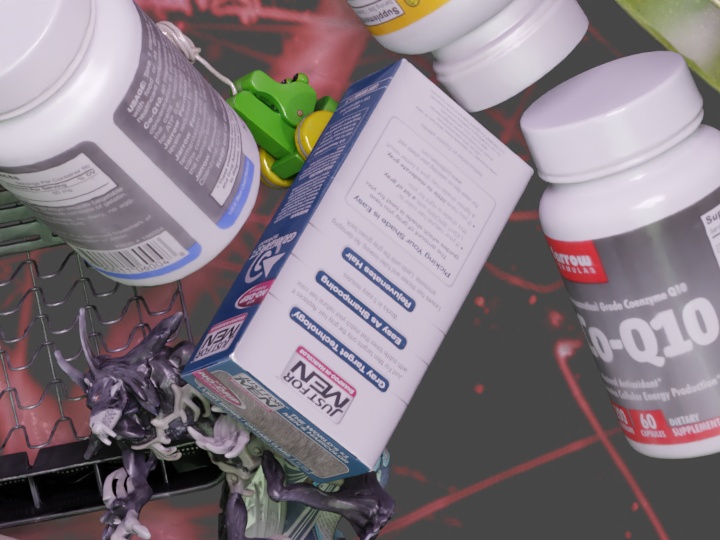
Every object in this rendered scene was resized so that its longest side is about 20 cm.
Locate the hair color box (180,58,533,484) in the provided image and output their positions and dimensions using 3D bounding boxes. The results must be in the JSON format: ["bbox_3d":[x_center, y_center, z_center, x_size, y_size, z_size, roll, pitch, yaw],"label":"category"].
[{"bbox_3d":[0.000,0.000,1.445,0.100,0.060,0.200,39,61,-18],"label":"hair color box"}]

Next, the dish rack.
[{"bbox_3d":[-0.163,0.033,1.540,0.153,0.055,0.200,-11,107,-1],"label":"dish rack"}]

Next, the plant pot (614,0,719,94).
[{"bbox_3d":[0.231,-0.196,1.440,0.200,0.200,0.190,41,88,-14],"label":"plant pot"}]

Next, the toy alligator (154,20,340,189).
[{"bbox_3d":[-0.031,-0.079,1.516,0.200,0.059,0.054,45,59,-14],"label":"toy alligator"}]

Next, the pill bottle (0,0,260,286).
[{"bbox_3d":[-0.142,-0.084,1.407,0.114,0.114,0.200,-33,143,7],"label":"pill bottle"}]

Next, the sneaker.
[{"bbox_3d":[-0.023,0.085,1.561,0.086,0.078,0.200,8,116,-12],"label":"sneaker"}]

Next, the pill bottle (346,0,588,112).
[{"bbox_3d":[0.029,-0.185,1.454,0.113,0.113,0.200,-35,106,7],"label":"pill bottle"}]

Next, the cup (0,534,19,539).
[{"bbox_3d":[-0.155,0.254,1.531,0.143,0.200,0.201,10,106,-6],"label":"cup"}]

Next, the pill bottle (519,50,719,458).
[{"bbox_3d":[0.165,-0.009,1.516,0.114,0.114,0.200,-22,107,3],"label":"pill bottle"}]

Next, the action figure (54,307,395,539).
[{"bbox_3d":[-0.084,0.102,1.474,0.200,0.102,0.119,33,118,-1],"label":"action figure"}]
